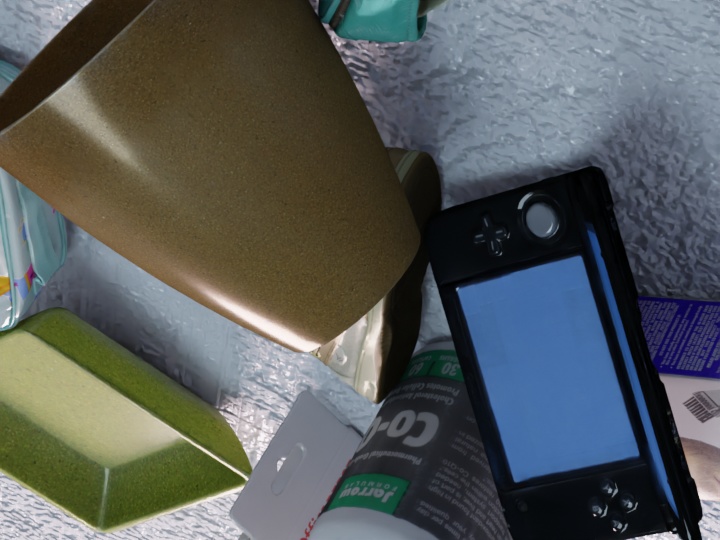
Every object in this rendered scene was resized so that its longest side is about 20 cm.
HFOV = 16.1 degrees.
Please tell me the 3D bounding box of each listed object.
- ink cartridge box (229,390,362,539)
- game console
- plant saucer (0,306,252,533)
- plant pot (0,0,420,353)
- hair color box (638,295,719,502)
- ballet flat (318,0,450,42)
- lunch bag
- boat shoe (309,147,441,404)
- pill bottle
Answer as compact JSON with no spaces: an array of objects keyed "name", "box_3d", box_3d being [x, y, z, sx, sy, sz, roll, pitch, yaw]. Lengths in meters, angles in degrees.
[{"name":"ink cartridge box","box_3d":[-0.011,0.187,1.658,0.200,0.116,0.067,45,144,-19]},{"name":"game console","box_3d":[0.103,0.055,1.332,0.175,0.116,0.201,-15,91,36]},{"name":"plant saucer","box_3d":[-0.192,0.095,1.717,0.200,0.048,0.199,36,146,-25]},{"name":"plant pot","box_3d":[-0.067,-0.060,1.320,0.200,0.187,0.186,47,142,-16]},{"name":"hair color box","box_3d":[0.213,0.075,1.400,0.199,0.065,0.110,5,138,34]},{"name":"ballet flat","box_3d":[0.035,-0.179,1.230,0.070,0.068,0.200,9,147,-11]},{"name":"lunch bag","box_3d":[-0.259,-0.058,1.574,0.160,0.077,0.201,19,144,14]},{"name":"boat shoe","box_3d":[0.000,0.000,1.455,0.066,0.074,0.201,24,140,13]},{"name":"pill bottle","box_3d":[0.037,0.149,1.500,0.113,0.200,0.113,19,143,15]}]
